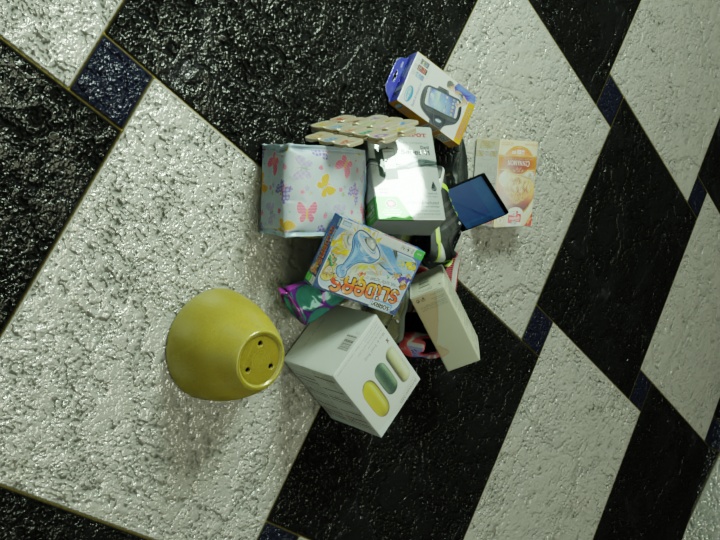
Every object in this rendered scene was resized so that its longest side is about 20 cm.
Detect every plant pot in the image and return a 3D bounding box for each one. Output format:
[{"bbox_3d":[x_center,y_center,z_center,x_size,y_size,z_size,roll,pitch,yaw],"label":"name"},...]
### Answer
[{"bbox_3d":[-0.214,0.142,1.433,0.199,0.141,0.202,-10,105,-42],"label":"plant pot"}]

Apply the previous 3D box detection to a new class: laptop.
[{"bbox_3d":[0.213,-0.088,1.777,0.177,0.103,0.201,43,68,-52],"label":"laptop"}]

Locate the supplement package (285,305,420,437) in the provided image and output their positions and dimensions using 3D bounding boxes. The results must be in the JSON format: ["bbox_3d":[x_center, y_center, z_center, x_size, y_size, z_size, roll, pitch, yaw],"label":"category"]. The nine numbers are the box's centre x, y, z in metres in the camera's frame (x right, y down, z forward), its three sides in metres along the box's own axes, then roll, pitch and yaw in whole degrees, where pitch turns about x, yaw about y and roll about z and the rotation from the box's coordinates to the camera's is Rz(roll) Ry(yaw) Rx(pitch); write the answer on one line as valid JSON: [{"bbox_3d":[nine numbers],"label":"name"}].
[{"bbox_3d":[-0.014,0.194,1.629,0.152,0.150,0.201,-53,129,-24],"label":"supplement package"}]

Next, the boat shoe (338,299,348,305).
[{"bbox_3d":[-0.002,-0.002,1.667,0.201,0.073,0.063,-57,161,-27],"label":"boat shoe"}]

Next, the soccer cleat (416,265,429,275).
[{"bbox_3d":[0.167,0.063,1.820,0.201,0.068,0.085,55,24,-22],"label":"soccer cleat"}]

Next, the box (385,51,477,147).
[{"bbox_3d":[0.145,-0.360,1.724,0.199,0.041,0.120,30,74,-28],"label":"box"}]

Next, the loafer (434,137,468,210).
[{"bbox_3d":[0.203,-0.231,1.824,0.070,0.067,0.203,-19,107,-64],"label":"loafer"}]

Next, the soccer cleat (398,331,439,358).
[{"bbox_3d":[0.158,0.166,1.834,0.199,0.076,0.067,9,91,-52],"label":"soccer cleat"}]

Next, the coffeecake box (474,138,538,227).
[{"bbox_3d":[0.339,-0.205,1.949,0.153,0.073,0.202,-6,102,-44],"label":"coffeecake box"}]

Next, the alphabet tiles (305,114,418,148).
[{"bbox_3d":[0.003,-0.261,1.525,0.195,0.199,0.015,-25,120,-37],"label":"alphabet tiles"}]

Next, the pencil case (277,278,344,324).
[{"bbox_3d":[-0.053,0.017,1.568,0.199,0.085,0.093,-36,127,-12],"label":"pencil case"}]

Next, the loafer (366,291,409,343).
[{"bbox_3d":[0.053,0.081,1.707,0.069,0.075,0.202,-26,131,-29],"label":"loafer"}]

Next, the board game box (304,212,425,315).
[{"bbox_3d":[0.010,-0.008,1.519,0.199,0.034,0.136,20,100,-34],"label":"board game box"}]

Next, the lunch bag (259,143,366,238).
[{"bbox_3d":[-0.079,-0.144,1.524,0.198,0.127,0.172,-3,98,-34],"label":"lunch bag"}]

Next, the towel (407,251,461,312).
[{"bbox_3d":[0.153,0.023,1.849,0.199,0.023,0.146,3,96,-45],"label":"towel"}]

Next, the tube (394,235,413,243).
[{"bbox_3d":[0.133,-0.082,1.794,0.199,0.052,0.058,-5,141,-49],"label":"tube"}]

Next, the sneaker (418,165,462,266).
[{"bbox_3d":[0.165,-0.110,1.686,0.082,0.072,0.202,3,90,-24],"label":"sneaker"}]

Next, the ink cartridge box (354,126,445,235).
[{"bbox_3d":[0.073,-0.176,1.609,0.145,0.083,0.202,-1,71,-19],"label":"ink cartridge box"}]

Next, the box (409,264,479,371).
[{"bbox_3d":[0.177,0.101,1.737,0.095,0.077,0.201,-83,148,-61],"label":"box"}]
